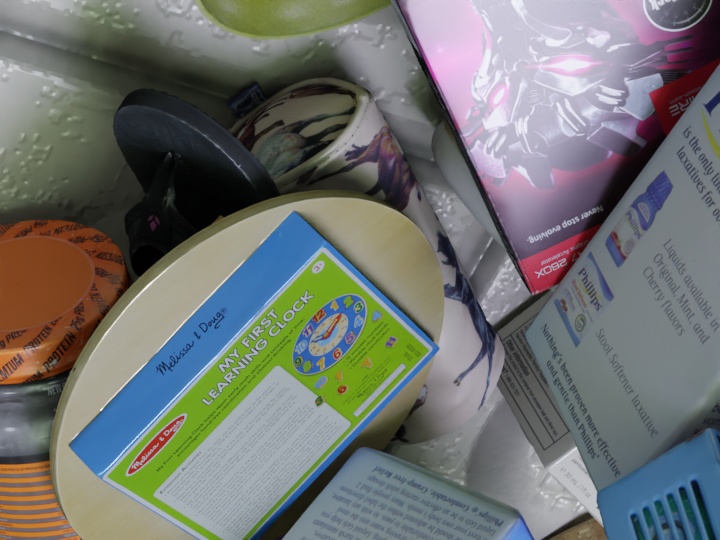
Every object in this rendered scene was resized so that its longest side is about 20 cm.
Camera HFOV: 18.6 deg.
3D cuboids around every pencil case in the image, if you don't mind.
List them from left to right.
[{"bbox_3d":[0.000,0.000,1.045,0.089,0.078,0.200,-16,131,17],"label":"pencil case"}]

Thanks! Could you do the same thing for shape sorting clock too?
[{"bbox_3d":[-0.047,0.050,0.968,0.200,0.039,0.200,-27,141,-24],"label":"shape sorting clock"}]

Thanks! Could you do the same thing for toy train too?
[{"bbox_3d":[0.187,0.119,0.878,0.114,0.087,0.200,-31,142,26],"label":"toy train"}]

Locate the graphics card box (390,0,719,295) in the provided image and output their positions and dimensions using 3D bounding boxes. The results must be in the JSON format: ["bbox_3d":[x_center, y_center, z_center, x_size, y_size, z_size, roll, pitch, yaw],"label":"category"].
[{"bbox_3d":[0.085,-0.100,0.897,0.125,0.051,0.200,-25,119,2],"label":"graphics card box"}]

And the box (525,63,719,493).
[{"bbox_3d":[0.203,0.008,0.904,0.184,0.105,0.200,11,129,-32],"label":"box"}]

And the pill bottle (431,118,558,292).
[{"bbox_3d":[0.139,-0.087,1.009,0.200,0.116,0.116,-44,127,13],"label":"pill bottle"}]

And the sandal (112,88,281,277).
[{"bbox_3d":[-0.066,0.000,0.977,0.048,0.075,0.200,-59,152,-30],"label":"sandal"}]

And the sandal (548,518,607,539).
[{"bbox_3d":[0.177,0.120,1.196,0.212,0.078,0.070,-30,135,9],"label":"sandal"}]

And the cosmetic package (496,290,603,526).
[{"bbox_3d":[0.169,0.026,1.110,0.200,0.105,0.071,-37,130,10],"label":"cosmetic package"}]

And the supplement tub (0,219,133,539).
[{"bbox_3d":[-0.139,0.083,1.025,0.122,0.123,0.200,-15,128,-10],"label":"supplement tub"}]

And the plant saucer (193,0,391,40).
[{"bbox_3d":[0.008,-0.174,0.907,0.200,0.031,0.200,-30,157,-14],"label":"plant saucer"}]

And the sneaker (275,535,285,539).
[{"bbox_3d":[0.010,0.193,1.134,0.200,0.073,0.114,39,112,1],"label":"sneaker"}]

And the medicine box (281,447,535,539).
[{"bbox_3d":[0.008,0.220,1.005,0.200,0.103,0.182,-50,135,-23],"label":"medicine box"}]
